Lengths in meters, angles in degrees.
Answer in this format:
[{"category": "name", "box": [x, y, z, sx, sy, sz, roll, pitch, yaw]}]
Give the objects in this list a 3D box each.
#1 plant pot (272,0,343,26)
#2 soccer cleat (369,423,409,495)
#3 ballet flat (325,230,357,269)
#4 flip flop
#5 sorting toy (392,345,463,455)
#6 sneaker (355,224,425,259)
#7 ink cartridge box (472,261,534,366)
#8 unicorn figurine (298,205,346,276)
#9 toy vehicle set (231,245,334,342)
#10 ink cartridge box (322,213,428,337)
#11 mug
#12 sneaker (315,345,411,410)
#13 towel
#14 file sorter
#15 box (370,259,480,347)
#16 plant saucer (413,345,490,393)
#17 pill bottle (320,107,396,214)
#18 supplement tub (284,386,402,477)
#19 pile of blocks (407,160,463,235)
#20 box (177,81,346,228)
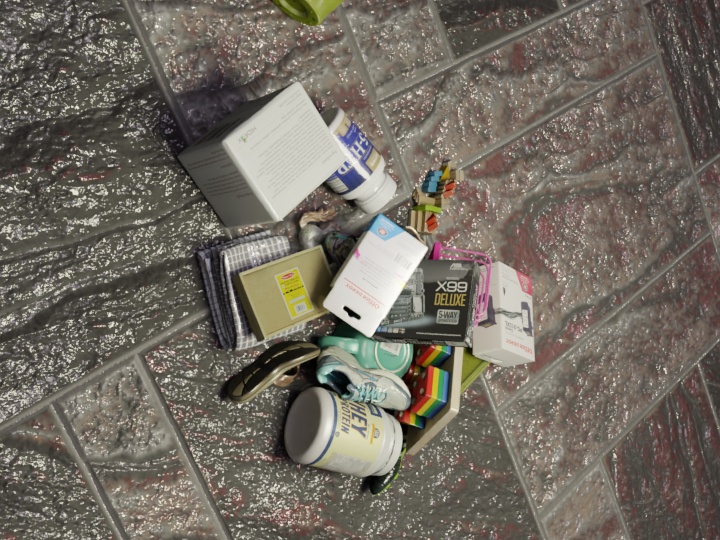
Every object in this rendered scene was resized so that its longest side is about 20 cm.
[{"category": "plant pot", "box": [-0.083, -0.588, 1.603, 0.200, 0.200, 0.194, 38, 80, -28]}, {"category": "soccer cleat", "box": [0.060, 0.370, 1.730, 0.081, 0.067, 0.201, 42, 59, -15]}, {"category": "ballet flat", "box": [0.000, 0.000, 1.635, 0.072, 0.072, 0.201, -56, 136, -23]}, {"category": "flip flop", "box": [-0.161, 0.197, 1.573, 0.199, 0.081, 0.058, -36, 125, -29]}, {"category": "sorting toy", "box": [0.127, 0.234, 1.673, 0.069, 0.199, 0.201, 21, 48, -12]}, {"category": "sneaker", "box": [0.061, -0.061, 1.737, 0.199, 0.078, 0.080, 15, 84, -45]}, {"category": "ink cartridge box", "box": [0.319, 0.101, 1.867, 0.144, 0.084, 0.202, 22, 61, -45]}, {"category": "unicorn figurine", "box": [-0.083, -0.021, 1.644, 0.136, 0.074, 0.202, -7, 76, -35]}, {"category": "toy vehicle set", "box": [-0.128, 0.039, 1.520, 0.199, 0.026, 0.125, -21, 89, -41]}, {"category": "ink cartridge box", "box": [0.022, 0.011, 1.545, 0.115, 0.068, 0.201, 34, 83, -7]}, {"category": "mug", "box": [0.020, 0.166, 1.673, 0.184, 0.114, 0.153, -29, 104, -33]}, {"category": "sneaker", "box": [0.001, 0.226, 1.585, 0.198, 0.078, 0.086, 25, 27, 0]}, {"category": "towel", "box": [-0.195, 0.035, 1.545, 0.164, 0.085, 0.202, -17, 97, -35]}, {"category": "file sorter", "box": [0.192, 0.049, 1.718, 0.124, 0.200, 0.141, 10, 73, 0]}, {"category": "box", "box": [0.121, 0.060, 1.580, 0.050, 0.198, 0.159, 44, 53, -59]}, {"category": "plant saucer", "box": [0.213, 0.177, 1.851, 0.200, 0.048, 0.201, -40, 110, -30]}, {"category": "pill bottle", "box": [-0.022, -0.213, 1.658, 0.200, 0.119, 0.120, 45, 64, -25]}, {"category": "supplement tub", "box": [-0.032, 0.318, 1.612, 0.199, 0.144, 0.147, 22, 76, -33]}, {"category": "pile of blocks", "box": [0.168, -0.167, 1.825, 0.082, 0.062, 0.201, 36, 68, -29]}, {"category": "box", "box": [-0.177, -0.202, 1.498, 0.200, 0.198, 0.172, -44, 112, -28]}]
